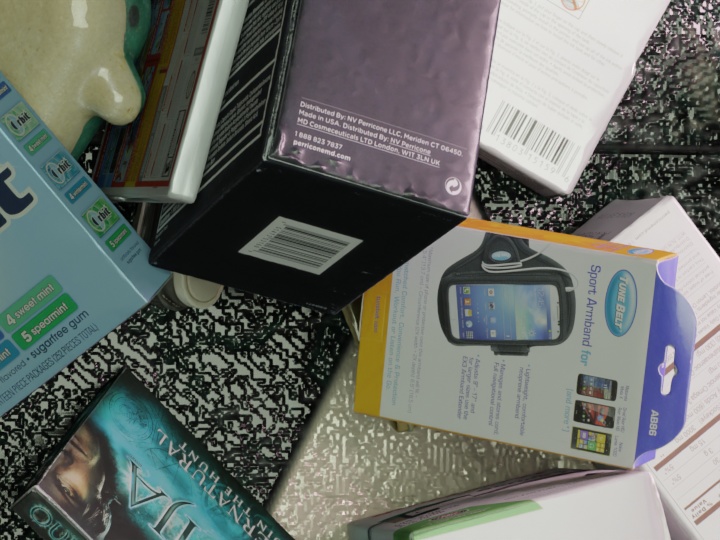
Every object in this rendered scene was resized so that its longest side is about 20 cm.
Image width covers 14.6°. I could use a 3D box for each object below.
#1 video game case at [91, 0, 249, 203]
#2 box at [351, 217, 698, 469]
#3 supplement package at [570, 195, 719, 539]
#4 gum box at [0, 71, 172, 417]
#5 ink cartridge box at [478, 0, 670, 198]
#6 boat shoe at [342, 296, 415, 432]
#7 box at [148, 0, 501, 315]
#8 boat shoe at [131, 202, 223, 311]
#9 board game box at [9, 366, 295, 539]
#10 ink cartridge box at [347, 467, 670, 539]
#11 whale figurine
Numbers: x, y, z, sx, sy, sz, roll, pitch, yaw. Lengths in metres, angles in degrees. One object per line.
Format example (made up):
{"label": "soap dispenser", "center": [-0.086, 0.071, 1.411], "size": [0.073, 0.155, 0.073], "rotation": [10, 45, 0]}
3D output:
{"label": "video game case", "center": [-0.106, -0.108, 1.568], "size": [0.017, 0.200, 0.144], "rotation": [16, 87, -18]}
{"label": "box", "center": [0.096, 0.038, 1.573], "size": [0.199, 0.041, 0.120], "rotation": [10, 101, 23]}
{"label": "supplement package", "center": [0.184, 0.068, 1.667], "size": [0.117, 0.117, 0.200], "rotation": [-38, 97, -9]}
{"label": "gum box", "center": [-0.232, -0.021, 1.579], "size": [0.170, 0.045, 0.200], "rotation": [-37, 98, 28]}
{"label": "ink cartridge box", "center": [0.077, -0.167, 1.685], "size": [0.200, 0.044, 0.174], "rotation": [30, 84, -9]}
{"label": "boat shoe", "center": [0.000, 0.000, 1.654], "size": [0.063, 0.073, 0.200], "rotation": [-34, 97, -12]}
{"label": "box", "center": [-0.015, -0.105, 1.516], "size": [0.123, 0.200, 0.199], "rotation": [15, 70, -18]}
{"label": "boat shoe", "center": [-0.102, -0.077, 1.640], "size": [0.057, 0.067, 0.201], "rotation": [6, 83, 29]}
{"label": "board game box", "center": [-0.098, 0.164, 1.611], "size": [0.200, 0.135, 0.028], "rotation": [46, 123, -8]}
{"label": "ink cartridge box", "center": [0.083, 0.169, 1.607], "size": [0.146, 0.200, 0.085], "rotation": [-13, 90, -11]}
{"label": "whale figurine", "center": [-0.180, -0.111, 1.610], "size": [0.159, 0.104, 0.201], "rotation": [12, 106, 30]}
